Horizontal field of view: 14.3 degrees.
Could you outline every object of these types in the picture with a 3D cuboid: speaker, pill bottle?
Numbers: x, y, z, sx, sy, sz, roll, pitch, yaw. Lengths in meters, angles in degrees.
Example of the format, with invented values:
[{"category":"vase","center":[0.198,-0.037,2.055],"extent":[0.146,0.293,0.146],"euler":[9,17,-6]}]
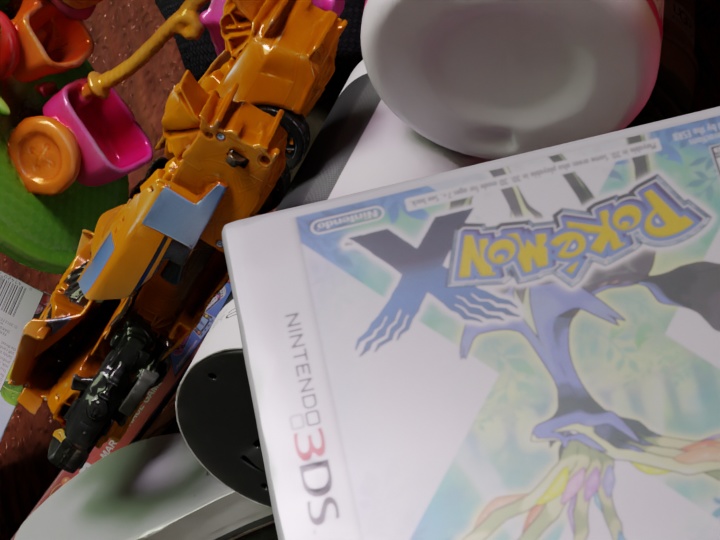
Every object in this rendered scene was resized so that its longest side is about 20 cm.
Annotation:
[{"category":"speaker","center":[0.000,0.000,1.097],"extent":[0.081,0.081,0.200],"euler":[-24,26,37]},{"category":"pill bottle","center":[0.067,-0.150,1.119],"extent":[0.113,0.113,0.201],"euler":[-26,38,35]}]

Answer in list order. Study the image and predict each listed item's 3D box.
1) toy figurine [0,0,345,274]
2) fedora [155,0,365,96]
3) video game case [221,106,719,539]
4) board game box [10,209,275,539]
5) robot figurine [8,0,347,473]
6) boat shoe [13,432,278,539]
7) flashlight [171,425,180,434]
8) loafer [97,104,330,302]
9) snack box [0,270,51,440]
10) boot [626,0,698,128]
[{"category":"toy figurine","center":[-0.094,-0.125,1.208],"extent":[0.184,0.201,0.150],"euler":[-26,3,28]},{"category":"fedora","center":[-0.039,-0.128,1.328],"extent":[0.200,0.200,0.092],"euler":[-1,89,51]},{"category":"video game case","center":[0.063,0.036,0.966],"extent":[0.199,0.022,0.183],"euler":[-13,53,0]},{"category":"board game box","center":[-0.093,0.054,1.248],"extent":[0.200,0.019,0.103],"euler":[-53,2,9]},{"category":"robot figurine","center":[-0.075,-0.013,1.109],"extent":[0.200,0.058,0.145],"euler":[-55,6,38]},{"category":"boat shoe","center":[-0.047,0.100,1.137],"extent":[0.199,0.064,0.071],"euler":[-19,31,24]},{"category":"flashlight","center":[-0.055,0.070,1.204],"extent":[0.200,0.068,0.068],"euler":[-51,52,3]},{"category":"loafer","center":[-0.088,-0.018,1.329],"extent":[0.200,0.070,0.075],"euler":[-40,33,18]},{"category":"snack box","center":[-0.217,0.115,1.285],"extent":[0.169,0.067,0.200],"euler":[-55,13,46]},{"category":"boot","center":[0.089,-0.131,1.231],"extent":[0.175,0.066,0.201],"euler":[-16,45,34]}]
